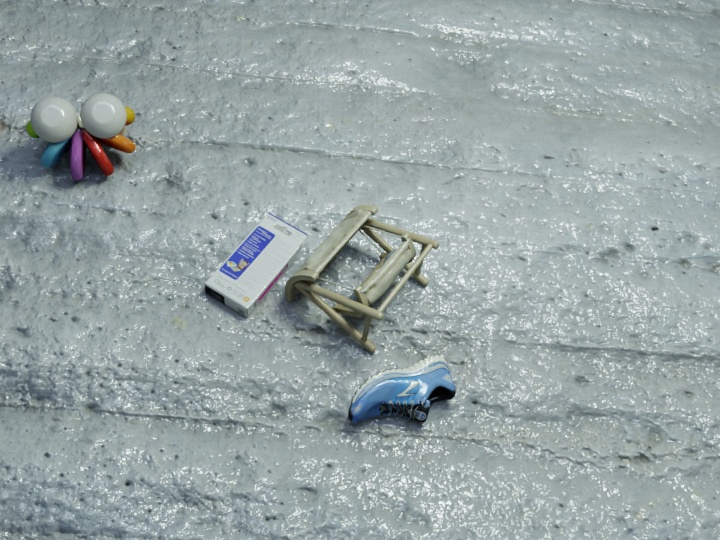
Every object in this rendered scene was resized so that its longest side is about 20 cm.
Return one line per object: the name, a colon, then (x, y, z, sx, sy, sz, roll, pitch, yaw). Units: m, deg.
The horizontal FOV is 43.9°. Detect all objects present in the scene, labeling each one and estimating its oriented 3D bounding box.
swing bench: (0.000, 0.000, 1.587, 0.199, 0.130, 0.199, 31, 57, 14)
ink cartridge box: (-0.187, -0.013, 1.628, 0.094, 0.037, 0.200, 29, 59, 13)
sneaker: (0.072, 0.211, 1.481, 0.199, 0.079, 0.089, -18, 57, -20)
toy car: (-0.524, -0.248, 1.690, 0.198, 0.175, 0.151, -7, 93, -13)
